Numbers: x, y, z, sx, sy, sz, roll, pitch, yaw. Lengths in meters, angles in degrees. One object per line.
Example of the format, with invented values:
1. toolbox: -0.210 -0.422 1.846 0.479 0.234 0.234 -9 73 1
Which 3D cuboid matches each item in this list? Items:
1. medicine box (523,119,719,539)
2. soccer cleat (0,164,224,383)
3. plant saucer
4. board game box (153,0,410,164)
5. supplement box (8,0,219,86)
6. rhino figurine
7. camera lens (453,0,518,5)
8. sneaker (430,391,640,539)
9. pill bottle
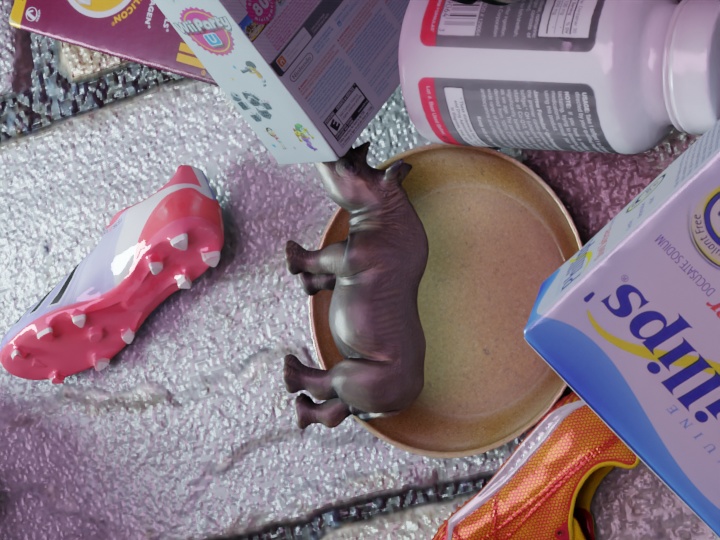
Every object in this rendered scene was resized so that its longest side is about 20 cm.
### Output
1. medicine box: 0.228 0.023 1.515 0.182 0.103 0.200 45 108 -3
2. soccer cleat: -0.170 0.006 1.791 0.200 0.067 0.077 -37 41 27
3. plant saucer: 0.062 0.019 1.675 0.200 0.035 0.201 -2 86 28
4. board game box: -0.047 -0.188 1.626 0.064 0.200 0.148 -2 44 50
5. supplement box: -0.122 -0.189 1.754 0.199 0.086 0.111 18 95 27
6. rhino figurine: 0.000 0.000 1.654 0.087 0.060 0.201 0 86 14
7. camera lens: 0.069 -0.267 1.527 0.160 0.160 0.200 35 105 24
8. sneaker: 0.098 0.165 1.631 0.077 0.073 0.200 45 110 12
9. pill bottle: 0.133 -0.128 1.603 0.199 0.111 0.111 5 90 28
